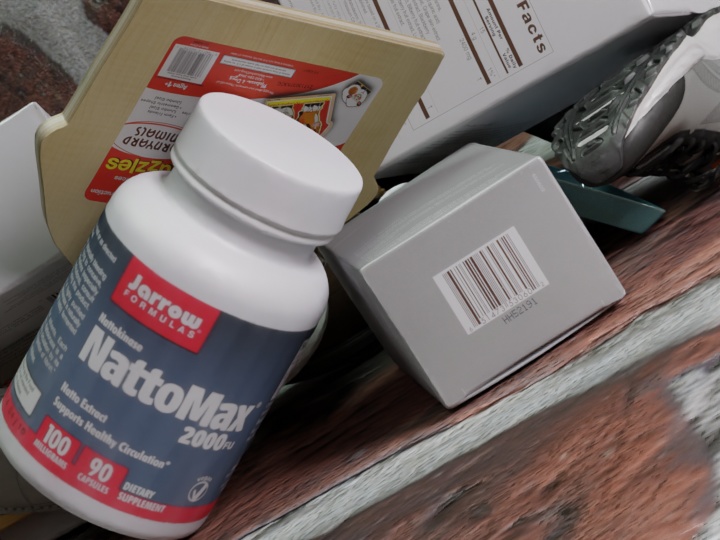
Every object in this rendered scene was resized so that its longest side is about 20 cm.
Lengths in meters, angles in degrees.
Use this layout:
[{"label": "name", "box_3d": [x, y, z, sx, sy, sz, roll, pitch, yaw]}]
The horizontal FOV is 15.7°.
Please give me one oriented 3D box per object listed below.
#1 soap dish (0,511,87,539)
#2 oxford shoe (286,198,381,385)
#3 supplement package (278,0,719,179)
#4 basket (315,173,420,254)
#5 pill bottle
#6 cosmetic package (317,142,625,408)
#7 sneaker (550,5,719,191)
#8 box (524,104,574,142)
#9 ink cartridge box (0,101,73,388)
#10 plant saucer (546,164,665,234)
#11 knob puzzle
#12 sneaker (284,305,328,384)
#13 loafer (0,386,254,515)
[{"label": "soap dish", "box_3d": [-0.180, 0.100, 1.584, 0.157, 0.081, 0.200, -30, 7, 19]}, {"label": "oxford shoe", "box_3d": [0.000, 0.000, 1.491, 0.200, 0.084, 0.073, -32, 9, 17]}, {"label": "supplement package", "box_3d": [0.080, -0.147, 1.420, 0.200, 0.120, 0.121, -28, -9, 30]}, {"label": "basket", "box_3d": [-0.028, -0.071, 1.648, 0.149, 0.143, 0.200, -31, 9, 18]}, {"label": "pill bottle", "box_3d": [-0.085, 0.020, 1.281, 0.200, 0.120, 0.120, -61, -1, 18]}, {"label": "cosmetic package", "box_3d": [0.050, -0.002, 1.306, 0.107, 0.090, 0.200, -33, 5, -2]}, {"label": "sneaker", "box_3d": [0.160, -0.075, 1.304, 0.074, 0.079, 0.200, -32, 0, 31]}, {"label": "box", "box_3d": [0.151, -0.149, 1.612, 0.200, 0.079, 0.141, -165, 94, -80]}, {"label": "ink cartridge box", "box_3d": [-0.197, -0.002, 1.446, 0.147, 0.083, 0.200, -32, -12, 0]}, {"label": "plant saucer", "box_3d": [0.113, -0.043, 1.421, 0.200, 0.070, 0.019, -130, 55, -83]}, {"label": "knob puzzle", "box_3d": [-0.078, -0.059, 1.325, 0.220, 0.220, 0.030, -31, 50, 6]}, {"label": "sneaker", "box_3d": [-0.070, 0.019, 1.462, 0.200, 0.075, 0.089, -100, 32, -55]}, {"label": "loafer", "box_3d": [-0.156, 0.093, 1.398, 0.200, 0.070, 0.070, -12, 7, -4]}]
